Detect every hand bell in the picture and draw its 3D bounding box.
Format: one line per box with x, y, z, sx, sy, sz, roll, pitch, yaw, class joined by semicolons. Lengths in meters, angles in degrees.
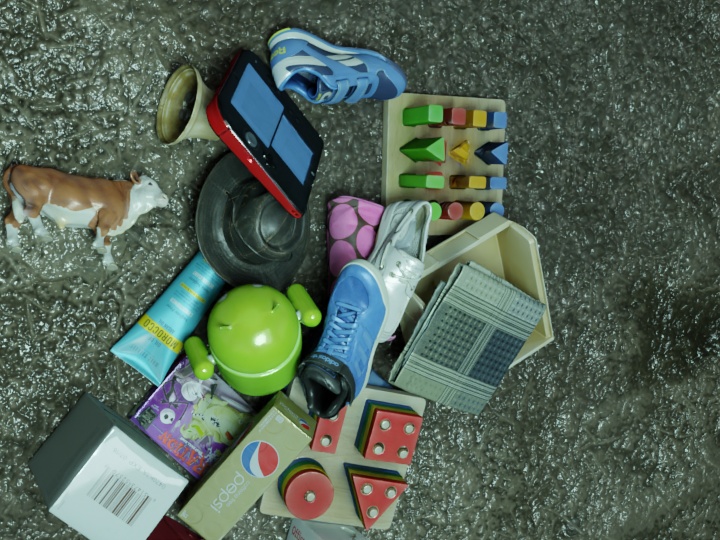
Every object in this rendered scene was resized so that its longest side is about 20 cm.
-0.155;-0.185;1.321;0.198;0.104;0.105;17;88;-38;hand bell

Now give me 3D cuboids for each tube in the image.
-0.233;0.047;1.318;0.077;0.050;0.201;37;82;-4;tube

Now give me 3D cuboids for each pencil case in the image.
0.000;0.000;1.382;0.092;0.091;0.203;1;82;-13;pencil case

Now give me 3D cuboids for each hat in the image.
-0.116;-0.072;1.308;0.199;0.080;0.203;12;71;-39;hat

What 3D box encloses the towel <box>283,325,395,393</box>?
-0.020;0.179;1.429;0.200;0.048;0.112;46;76;-23;towel

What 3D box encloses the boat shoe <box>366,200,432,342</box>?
0.050;-0.005;1.328;0.070;0.069;0.202;28;65;-35;boat shoe

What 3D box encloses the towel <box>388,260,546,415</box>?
0.145;0.094;1.382;0.199;0.035;0.194;25;100;-41;towel

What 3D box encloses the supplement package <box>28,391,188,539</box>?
-0.306;0.242;1.212;0.117;0.200;0.118;42;78;-23;supplement package

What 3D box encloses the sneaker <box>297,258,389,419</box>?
-0.024;0.092;1.255;0.111;0.076;0.202;-43;150;-57;sneaker

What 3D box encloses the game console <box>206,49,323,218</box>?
-0.114;-0.179;1.281;0.031;0.201;0.177;-32;114;26;game console

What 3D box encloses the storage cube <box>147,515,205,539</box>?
-0.214;0.453;1.289;0.170;0.179;0.201;38;78;-23;storage cube

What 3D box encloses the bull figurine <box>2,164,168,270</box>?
-0.337;-0.073;1.234;0.198;0.065;0.123;9;58;-19;bull figurine

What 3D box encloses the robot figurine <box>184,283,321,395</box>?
-0.132;0.089;1.280;0.174;0.200;0.117;-24;72;-10;robot figurine

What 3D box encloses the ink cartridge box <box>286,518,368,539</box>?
-0.060;0.451;1.380;0.083;0.145;0.203;15;89;-23;ink cartridge box

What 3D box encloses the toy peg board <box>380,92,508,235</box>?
0.139;-0.149;1.447;0.197;0.098;0.203;-1;96;-25;toy peg board

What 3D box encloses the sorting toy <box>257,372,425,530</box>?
-0.018;0.259;1.379;0.198;0.070;0.201;12;99;-21;sorting toy

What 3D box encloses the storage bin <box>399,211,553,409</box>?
0.160;0.052;1.445;0.199;0.094;0.200;-30;126;-18;storage bin

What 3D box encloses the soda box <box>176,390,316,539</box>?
-0.146;0.255;1.303;0.068;0.064;0.200;40;101;-6;soda box

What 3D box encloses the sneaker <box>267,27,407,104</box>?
-0.031;-0.255;1.356;0.198;0.074;0.083;10;59;-19;sneaker

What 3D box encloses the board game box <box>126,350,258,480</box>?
-0.201;0.214;1.358;0.120;0.032;0.200;-48;112;-10;board game box
